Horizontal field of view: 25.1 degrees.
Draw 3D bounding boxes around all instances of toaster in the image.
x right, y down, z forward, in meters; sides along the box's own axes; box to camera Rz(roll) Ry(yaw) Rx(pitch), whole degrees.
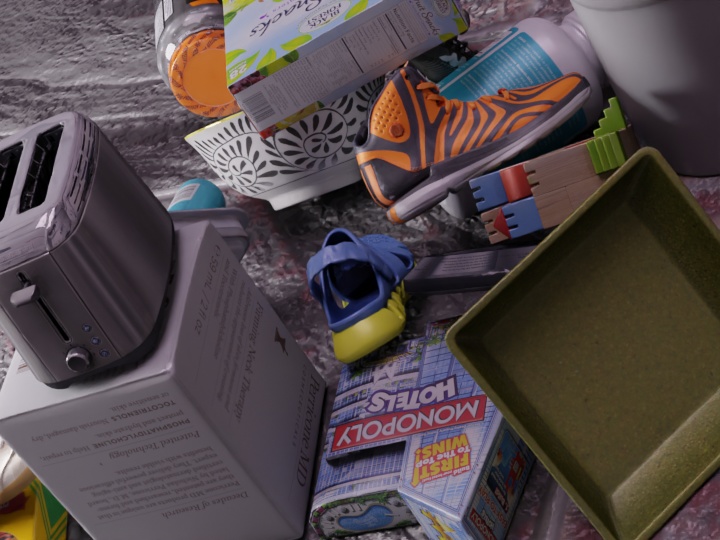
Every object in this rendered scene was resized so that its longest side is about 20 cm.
[{"bbox_3d":[-0.210,-0.024,1.176,0.113,0.130,0.201,-19,37,18],"label":"toaster"}]

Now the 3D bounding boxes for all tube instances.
[{"bbox_3d":[-0.175,-0.024,1.509,0.078,0.050,0.200,-51,8,28],"label":"tube"}]

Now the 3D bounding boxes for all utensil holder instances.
[{"bbox_3d":[0.266,-0.200,1.294,0.169,0.201,0.171,-21,37,17],"label":"utensil holder"}]

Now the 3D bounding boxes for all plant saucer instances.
[{"bbox_3d":[0.180,0.054,1.103,0.200,0.200,0.048,-42,9,-12],"label":"plant saucer"}]

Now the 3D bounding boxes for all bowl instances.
[{"bbox_3d":[-0.055,-0.114,1.504,0.199,0.095,0.201,-20,3,1],"label":"bowl"}]

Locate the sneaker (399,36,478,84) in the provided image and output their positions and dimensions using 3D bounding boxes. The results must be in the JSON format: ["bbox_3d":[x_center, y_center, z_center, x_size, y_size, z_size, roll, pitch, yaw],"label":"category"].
[{"bbox_3d":[0.061,-0.177,1.475,0.066,0.200,0.091,43,101,13],"label":"sneaker"}]

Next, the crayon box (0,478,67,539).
[{"bbox_3d":[-0.312,0.235,1.366,0.126,0.051,0.201,-25,37,11],"label":"crayon box"}]

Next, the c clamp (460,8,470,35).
[{"bbox_3d":[0.037,-0.214,1.540,0.170,0.027,0.200,-30,-3,38],"label":"c clamp"}]

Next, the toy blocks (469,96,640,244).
[{"bbox_3d":[0.150,-0.065,1.258,0.136,0.101,0.200,-19,2,14],"label":"toy blocks"}]

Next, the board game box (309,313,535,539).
[{"bbox_3d":[0.052,0.129,1.199,0.199,0.062,0.201,-14,40,25],"label":"board game box"}]

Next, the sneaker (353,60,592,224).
[{"bbox_3d":[0.084,-0.132,1.310,0.199,0.113,0.078,-30,-1,-4],"label":"sneaker"}]

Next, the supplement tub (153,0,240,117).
[{"bbox_3d":[-0.163,-0.259,1.758,0.122,0.123,0.201,-26,37,10],"label":"supplement tub"}]

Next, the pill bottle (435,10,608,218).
[{"bbox_3d":[0.133,-0.144,1.407,0.199,0.111,0.111,-37,36,-4],"label":"pill bottle"}]

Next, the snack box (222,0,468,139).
[{"bbox_3d":[-0.018,-0.220,1.382,0.199,0.068,0.169,-28,34,14],"label":"snack box"}]

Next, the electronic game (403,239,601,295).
[{"bbox_3d":[0.130,-0.001,1.219,0.198,0.042,0.200,-7,1,0],"label":"electronic game"}]

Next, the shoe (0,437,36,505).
[{"bbox_3d":[-0.312,0.160,1.325,0.199,0.053,0.070,-35,27,24],"label":"shoe"}]

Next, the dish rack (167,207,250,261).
[{"bbox_3d":[-0.188,0.028,1.386,0.200,0.171,0.044,-54,56,36],"label":"dish rack"}]

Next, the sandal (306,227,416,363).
[{"bbox_3d":[0.000,0.000,1.336,0.079,0.087,0.200,-28,13,9],"label":"sandal"}]

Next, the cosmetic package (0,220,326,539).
[{"bbox_3d":[-0.150,0.103,1.265,0.165,0.200,0.168,-17,39,22],"label":"cosmetic package"}]
